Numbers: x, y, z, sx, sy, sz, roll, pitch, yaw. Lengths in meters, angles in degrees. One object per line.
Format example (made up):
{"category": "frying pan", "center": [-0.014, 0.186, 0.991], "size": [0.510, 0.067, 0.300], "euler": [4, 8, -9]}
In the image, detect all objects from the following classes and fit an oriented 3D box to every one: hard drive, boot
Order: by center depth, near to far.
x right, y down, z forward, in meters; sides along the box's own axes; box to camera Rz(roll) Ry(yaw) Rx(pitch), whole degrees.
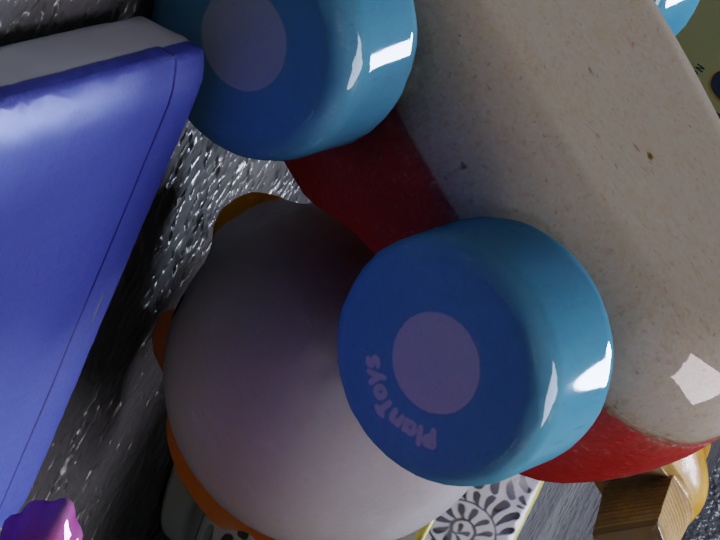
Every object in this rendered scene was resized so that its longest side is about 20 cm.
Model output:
{"category": "hard drive", "center": [-0.100, 0.018, 0.613], "size": [0.132, 0.025, 0.200], "euler": [-66, 168, 17]}
{"category": "boot", "center": [0.128, 0.040, 1.450], "size": [0.144, 0.071, 0.201], "euler": [-66, 144, -55]}

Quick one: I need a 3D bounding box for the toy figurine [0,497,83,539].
{"category": "toy figurine", "center": [-0.079, 0.124, 0.663], "size": [0.184, 0.150, 0.200], "euler": [107, -7, -47]}

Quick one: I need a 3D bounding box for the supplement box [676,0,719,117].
{"category": "supplement box", "center": [0.166, -0.029, 1.208], "size": [0.134, 0.200, 0.200], "euler": [-58, 167, -15]}

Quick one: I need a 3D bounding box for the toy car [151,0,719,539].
{"category": "toy car", "center": [0.000, 0.000, 0.794], "size": [0.200, 0.177, 0.184], "euler": [-36, 171, 35]}

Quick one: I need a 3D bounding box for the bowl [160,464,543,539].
{"category": "bowl", "center": [-0.004, 0.070, 0.966], "size": [0.201, 0.094, 0.201], "euler": [-59, 167, -21]}
